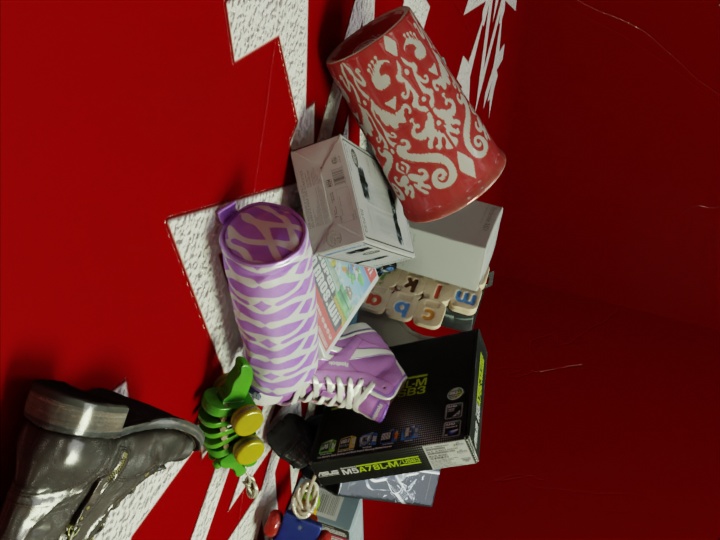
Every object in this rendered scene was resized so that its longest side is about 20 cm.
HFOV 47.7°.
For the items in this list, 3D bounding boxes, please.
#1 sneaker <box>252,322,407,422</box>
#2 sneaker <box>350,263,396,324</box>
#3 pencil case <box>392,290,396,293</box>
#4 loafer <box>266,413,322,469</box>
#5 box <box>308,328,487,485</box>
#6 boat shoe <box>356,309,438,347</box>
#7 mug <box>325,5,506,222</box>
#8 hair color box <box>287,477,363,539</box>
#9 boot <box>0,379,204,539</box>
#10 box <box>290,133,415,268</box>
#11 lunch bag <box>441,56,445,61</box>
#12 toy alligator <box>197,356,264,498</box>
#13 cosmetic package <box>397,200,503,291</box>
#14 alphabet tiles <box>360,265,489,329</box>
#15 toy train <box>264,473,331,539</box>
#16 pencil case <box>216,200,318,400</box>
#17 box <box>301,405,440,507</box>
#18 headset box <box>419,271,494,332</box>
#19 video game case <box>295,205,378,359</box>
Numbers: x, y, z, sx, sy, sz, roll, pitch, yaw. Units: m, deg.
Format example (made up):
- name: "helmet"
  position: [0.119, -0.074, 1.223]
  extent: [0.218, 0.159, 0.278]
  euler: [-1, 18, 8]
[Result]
- name: "sneaker"
  position: [-0.026, 0.127, 0.908]
  extent: [0.199, 0.114, 0.073]
  euler: [-17, 145, -41]
- name: "sneaker"
  position: [0.000, 0.000, 1.068]
  extent: [0.078, 0.089, 0.203]
  euler: [-48, 150, -63]
- name: "pencil case"
  position: [0.029, 0.088, 1.272]
  extent: [0.201, 0.085, 0.083]
  euler: [85, -12, -50]
- name: "loafer"
  position: [-0.062, 0.228, 1.048]
  extent: [0.068, 0.071, 0.201]
  euler: [-42, 163, 1]
- name: "box"
  position: [0.050, 0.162, 0.981]
  extent: [0.194, 0.197, 0.048]
  euler: [-74, 144, -52]
- name: "boat shoe"
  position: [0.059, 0.107, 1.122]
  extent: [0.074, 0.198, 0.061]
  euler: [-56, 152, -26]
- name: "mug"
  position: [0.043, -0.172, 0.913]
  extent: [0.134, 0.176, 0.201]
  euler: [-50, 119, -30]
- name: "hair color box"
  position: [-0.050, 0.401, 1.238]
  extent: [0.202, 0.098, 0.061]
  euler: [88, 20, -48]
- name: "boot"
  position: [-0.188, 0.168, 0.530]
  extent: [0.200, 0.068, 0.176]
  euler: [42, 65, -67]
- name: "box"
  position: [-0.002, -0.069, 0.915]
  extent: [0.200, 0.059, 0.118]
  euler: [8, 67, -71]
- name: "lunch bag"
  position: [0.076, -0.204, 1.159]
  extent: [0.200, 0.076, 0.162]
  euler: [-55, 143, -53]
- name: "toy alligator"
  position: [-0.129, 0.166, 0.792]
  extent: [0.054, 0.059, 0.202]
  euler: [-17, 133, -24]
- name: "cosmetic package"
  position: [0.093, -0.056, 1.162]
  extent: [0.113, 0.197, 0.082]
  euler: [-61, 161, -48]
- name: "alphabet tiles"
  position: [0.081, 0.003, 1.174]
  extent: [0.015, 0.197, 0.197]
  euler: [94, 16, -45]
- name: "toy train"
  position: [-0.074, 0.317, 1.057]
  extent: [0.116, 0.084, 0.202]
  euler: [-70, -179, -76]
- name: "pencil case"
  position: [-0.083, 0.031, 0.760]
  extent: [0.084, 0.085, 0.202]
  euler: [-36, 146, -32]
- name: "box"
  position: [0.034, 0.230, 1.209]
  extent: [0.180, 0.104, 0.203]
  euler: [16, 85, -35]
- name: "headset box"
  position: [0.114, -0.002, 1.305]
  extent: [0.175, 0.197, 0.093]
  euler: [85, 23, -51]
- name: "video game case"
  position: [-0.038, -0.010, 0.926]
  extent: [0.145, 0.017, 0.200]
  euler: [69, 26, -18]
